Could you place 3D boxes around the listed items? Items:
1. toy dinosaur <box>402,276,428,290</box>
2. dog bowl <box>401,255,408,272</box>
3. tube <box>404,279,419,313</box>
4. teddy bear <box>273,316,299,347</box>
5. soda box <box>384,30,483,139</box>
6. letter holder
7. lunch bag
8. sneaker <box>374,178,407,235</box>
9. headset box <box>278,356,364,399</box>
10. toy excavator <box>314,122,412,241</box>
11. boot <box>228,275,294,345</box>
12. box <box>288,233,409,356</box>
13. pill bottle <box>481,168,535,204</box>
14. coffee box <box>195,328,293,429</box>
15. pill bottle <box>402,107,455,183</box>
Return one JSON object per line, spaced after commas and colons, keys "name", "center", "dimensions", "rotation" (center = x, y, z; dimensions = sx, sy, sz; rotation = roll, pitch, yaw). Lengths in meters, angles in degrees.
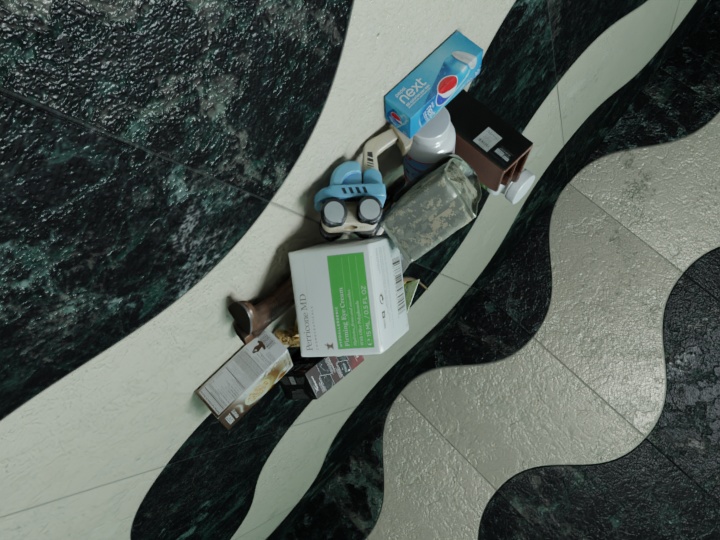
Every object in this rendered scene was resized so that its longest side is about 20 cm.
{"name": "toy dinosaur", "center": [0.081, 0.026, 1.479], "dimensions": [0.061, 0.104, 0.200], "rotation": [-66, -172, -24]}
{"name": "dog bowl", "center": [0.107, -0.079, 1.540], "dimensions": [0.203, 0.058, 0.200], "rotation": [-62, -176, 7]}
{"name": "tube", "center": [0.065, 0.065, 1.421], "dimensions": [0.051, 0.060, 0.199], "rotation": [-14, 179, -28]}
{"name": "teddy bear", "center": [-0.123, 0.134, 1.473], "dimensions": [0.141, 0.069, 0.200], "rotation": [-8, 168, 9]}
{"name": "soda box", "center": [0.133, -0.337, 1.180], "dimensions": [0.200, 0.068, 0.064], "rotation": [-45, 162, -14]}
{"name": "letter holder", "center": [0.247, -0.258, 1.390], "dimensions": [0.100, 0.200, 0.143], "rotation": [-40, 161, -20]}
{"name": "lunch bag", "center": [0.142, -0.131, 1.255], "dimensions": [0.163, 0.118, 0.200], "rotation": [-35, -170, 25]}
{"name": "sneaker", "center": [0.058, -0.124, 1.430], "dimensions": [0.079, 0.078, 0.204], "rotation": [92, 17, -71]}
{"name": "headset box", "center": [-0.097, 0.244, 1.669], "dimensions": [0.198, 0.079, 0.147], "rotation": [-33, -168, -38]}
{"name": "toy excavator", "center": [0.008, -0.169, 1.179], "dimensions": [0.189, 0.206, 0.100], "rotation": [-4, 167, -6]}
{"name": "boot", "center": [-0.158, 0.045, 1.258], "dimensions": [0.199, 0.065, 0.187], "rotation": [-39, 172, -21]}
{"name": "box", "center": [-0.017, 0.043, 1.253], "dimensions": [0.199, 0.167, 0.205], "rotation": [-21, 105, -69]}
{"name": "pill bottle", "center": [0.315, -0.253, 1.558], "dimensions": [0.111, 0.200, 0.112], "rotation": [-41, 160, -18]}
{"name": "coffee box", "center": [-0.245, 0.232, 1.399], "dimensions": [0.200, 0.079, 0.115], "rotation": [-44, 161, -17]}
{"name": "pill bottle", "center": [0.136, -0.245, 1.304], "dimensions": [0.109, 0.108, 0.201], "rotation": [-44, 161, -11]}
